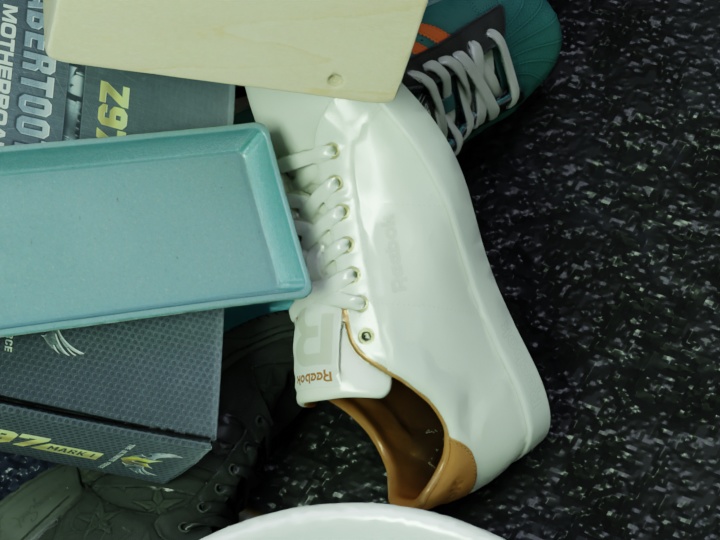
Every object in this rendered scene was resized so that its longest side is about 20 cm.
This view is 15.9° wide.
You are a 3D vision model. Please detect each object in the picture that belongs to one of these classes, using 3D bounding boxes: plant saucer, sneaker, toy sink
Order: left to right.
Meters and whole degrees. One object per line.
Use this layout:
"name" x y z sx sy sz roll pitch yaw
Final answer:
"plant saucer" -0.114 -0.010 0.905 0.200 0.019 0.070 -7 74 -32
"sneaker" -0.068 0.105 0.974 0.200 0.060 0.104 -35 57 -20
"toy sink" -0.048 -0.166 0.953 0.130 0.112 0.200 6 41 -15
"sneaker" 0.000 0.000 0.976 0.085 0.200 0.073 -35 12 -36
"sneaker" 0.018 -0.063 1.082 0.200 0.071 0.080 -30 26 -26

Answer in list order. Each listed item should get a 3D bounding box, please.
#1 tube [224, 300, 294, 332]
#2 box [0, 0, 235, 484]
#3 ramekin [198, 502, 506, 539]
"tube" -0.066 0.013 1.063 0.200 0.050 0.077 -5 28 4
"box" -0.128 -0.033 0.948 0.157 0.051 0.200 14 63 -24
"ramekin" -0.004 0.187 0.870 0.200 0.098 0.201 -2 49 2
